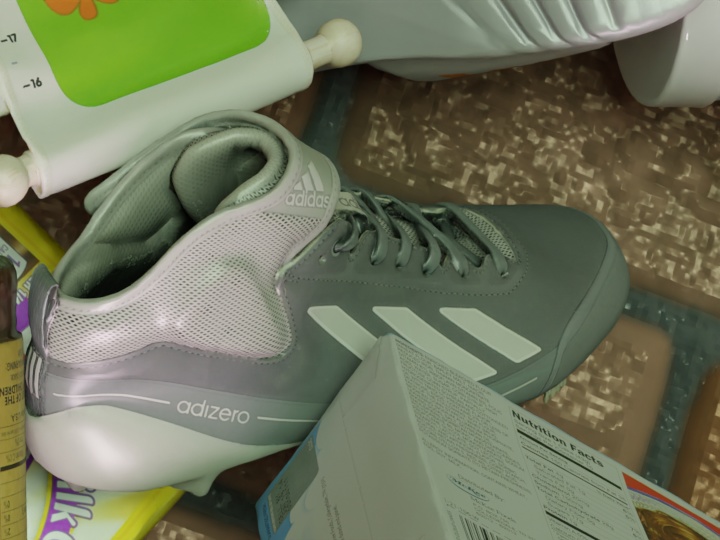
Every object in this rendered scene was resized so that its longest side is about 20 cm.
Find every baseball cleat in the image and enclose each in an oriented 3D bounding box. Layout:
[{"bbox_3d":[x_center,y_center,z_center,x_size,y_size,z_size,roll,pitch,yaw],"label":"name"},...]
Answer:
[{"bbox_3d":[0.000,0.000,0.801,0.199,0.107,0.070,-20,44,-32],"label":"baseball cleat"}]

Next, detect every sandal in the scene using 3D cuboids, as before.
[{"bbox_3d":[0.008,-0.093,0.848,0.205,0.059,0.080,-8,86,17],"label":"sandal"}]

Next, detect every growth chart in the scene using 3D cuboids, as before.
[{"bbox_3d":[-0.091,-0.117,0.777,0.144,0.018,0.201,-35,97,-31],"label":"growth chart"}]

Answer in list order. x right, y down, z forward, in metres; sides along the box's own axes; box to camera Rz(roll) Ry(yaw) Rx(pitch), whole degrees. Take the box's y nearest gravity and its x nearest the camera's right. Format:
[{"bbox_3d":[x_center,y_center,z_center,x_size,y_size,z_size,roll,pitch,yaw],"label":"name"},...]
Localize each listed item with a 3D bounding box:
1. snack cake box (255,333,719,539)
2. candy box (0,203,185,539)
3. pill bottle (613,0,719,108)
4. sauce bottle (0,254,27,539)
[{"bbox_3d":[0.074,0.111,0.768,0.199,0.115,0.067,31,108,-20],"label":"snack cake box"},{"bbox_3d":[-0.133,0.081,0.809,0.102,0.026,0.200,44,72,-6],"label":"candy box"},{"bbox_3d":[0.180,-0.088,0.879,0.199,0.104,0.105,-1,79,-14],"label":"pill bottle"},{"bbox_3d":[-0.118,0.096,0.756,0.064,0.065,0.201,0,95,-14],"label":"sauce bottle"}]
